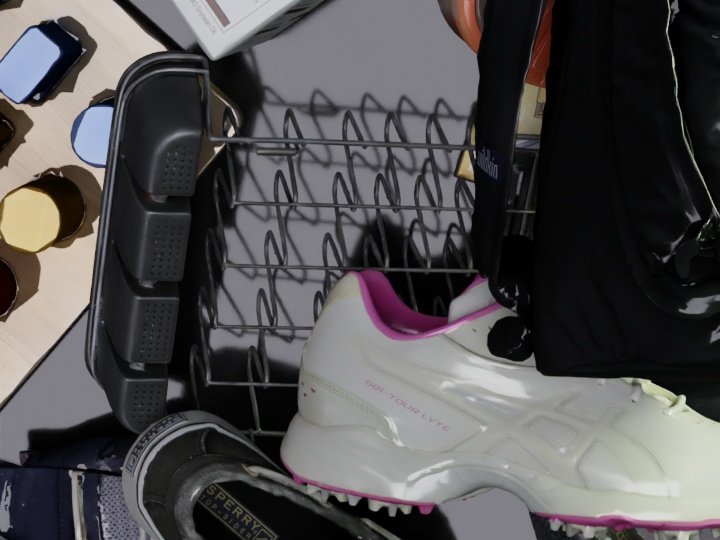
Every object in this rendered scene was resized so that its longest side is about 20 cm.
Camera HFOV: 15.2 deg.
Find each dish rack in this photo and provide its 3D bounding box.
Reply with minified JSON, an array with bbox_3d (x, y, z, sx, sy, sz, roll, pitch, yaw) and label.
[{"bbox_3d":[0.000,0.000,1.041,0.199,0.055,0.154,2,123,-13],"label":"dish rack"}]

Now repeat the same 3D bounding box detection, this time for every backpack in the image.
[{"bbox_3d":[0.121,-0.064,0.906,0.126,0.167,0.201,5,83,-29],"label":"backpack"}]

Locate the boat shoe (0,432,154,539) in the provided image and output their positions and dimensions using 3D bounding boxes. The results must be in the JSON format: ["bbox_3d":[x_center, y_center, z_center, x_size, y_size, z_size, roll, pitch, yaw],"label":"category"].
[{"bbox_3d":[-0.101,0.160,1.092,0.092,0.075,0.201,1,95,17],"label":"boat shoe"}]

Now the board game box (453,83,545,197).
[{"bbox_3d":[0.130,-0.111,1.057,0.135,0.035,0.201,19,97,1],"label":"board game box"}]

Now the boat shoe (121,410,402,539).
[{"bbox_3d":[-0.008,0.129,1.042,0.200,0.064,0.071,38,87,-31],"label":"boat shoe"}]

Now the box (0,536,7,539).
[{"bbox_3d":[-0.110,0.199,1.048,0.200,0.036,0.145,29,119,26],"label":"box"}]

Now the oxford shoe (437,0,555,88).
[{"bbox_3d":[0.118,-0.079,1.014,0.200,0.073,0.071,26,95,-19],"label":"oxford shoe"}]

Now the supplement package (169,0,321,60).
[{"bbox_3d":[-0.057,-0.193,0.997,0.111,0.156,0.200,-33,94,9],"label":"supplement package"}]

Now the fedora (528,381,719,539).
[{"bbox_3d":[0.165,0.068,1.046,0.200,0.092,0.201,1,96,11],"label":"fedora"}]

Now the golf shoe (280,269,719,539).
[{"bbox_3d":[0.070,0.048,0.979,0.199,0.075,0.092,7,93,9],"label":"golf shoe"}]

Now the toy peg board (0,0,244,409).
[{"bbox_3d":[-0.185,-0.048,1.051,0.200,0.098,0.199,41,97,-3],"label":"toy peg board"}]
